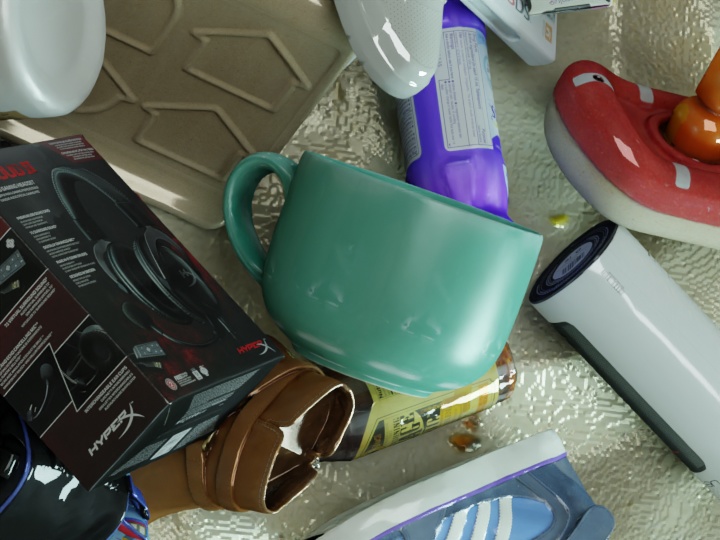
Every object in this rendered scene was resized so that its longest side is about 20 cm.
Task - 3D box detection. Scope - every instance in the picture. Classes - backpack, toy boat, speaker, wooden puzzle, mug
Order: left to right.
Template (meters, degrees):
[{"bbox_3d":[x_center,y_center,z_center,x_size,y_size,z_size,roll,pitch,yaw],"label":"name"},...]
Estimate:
[{"bbox_3d":[-0.227,0.109,1.364,0.134,0.200,0.183,24,116,-42],"label":"backpack"},{"bbox_3d":[-0.118,-0.133,1.447,0.185,0.200,0.046,24,41,-17],"label":"wooden puzzle"},{"bbox_3d":[0.011,0.004,1.428,0.152,0.185,0.115,17,94,-32],"label":"mug"},{"bbox_3d":[0.207,0.063,1.581,0.200,0.081,0.081,46,70,-11],"label":"speaker"},{"bbox_3d":[0.223,-0.096,1.565,0.200,0.131,0.131,12,123,-20],"label":"toy boat"}]

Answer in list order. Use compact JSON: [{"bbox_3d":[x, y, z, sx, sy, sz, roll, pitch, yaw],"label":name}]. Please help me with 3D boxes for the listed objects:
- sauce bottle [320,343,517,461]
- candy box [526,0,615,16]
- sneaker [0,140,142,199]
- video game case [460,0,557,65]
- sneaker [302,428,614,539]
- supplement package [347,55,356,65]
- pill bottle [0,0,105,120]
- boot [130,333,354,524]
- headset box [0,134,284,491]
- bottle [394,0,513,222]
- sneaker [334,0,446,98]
[{"bbox_3d":[0.001,0.085,1.511,0.200,0.066,0.066,-20,90,-20],"label":"sauce bottle"},{"bbox_3d":[0.135,-0.281,1.542,0.136,0.061,0.200,-48,129,-56],"label":"candy box"},{"bbox_3d":[-0.222,-0.052,1.438,0.200,0.071,0.098,1,85,-19],"label":"sneaker"},{"bbox_3d":[0.089,-0.256,1.537,0.182,0.023,0.200,33,57,-59],"label":"video game case"},{"bbox_3d":[0.073,0.197,1.512,0.200,0.081,0.147,-20,86,-27],"label":"sneaker"},{"bbox_3d":[-0.070,-0.235,1.481,0.200,0.111,0.156,26,60,-16],"label":"supplement package"},{"bbox_3d":[-0.257,-0.140,1.367,0.200,0.114,0.115,-1,81,23],"label":"pill bottle"},{"bbox_3d":[-0.103,0.122,1.406,0.074,0.155,0.200,40,75,-45],"label":"boot"},{"bbox_3d":[-0.158,0.011,1.312,0.200,0.149,0.077,48,112,10],"label":"headset box"},{"bbox_3d":[0.060,-0.070,1.528,0.065,0.084,0.200,-8,75,-1],"label":"bottle"},{"bbox_3d":[0.043,-0.208,1.387,0.074,0.115,0.200,16,61,-50],"label":"sneaker"}]
